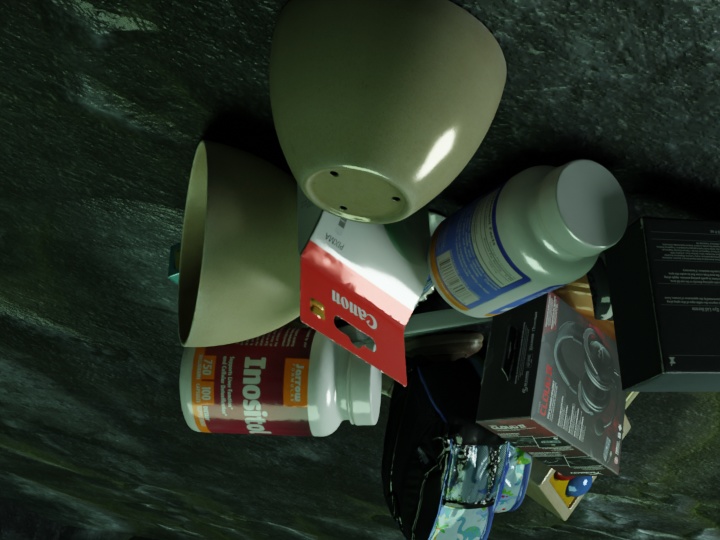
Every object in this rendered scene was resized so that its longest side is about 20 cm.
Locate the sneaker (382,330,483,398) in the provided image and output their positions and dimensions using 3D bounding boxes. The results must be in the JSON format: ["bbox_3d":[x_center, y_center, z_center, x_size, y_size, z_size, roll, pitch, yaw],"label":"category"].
[{"bbox_3d":[0.063,0.125,1.410,0.198,0.076,0.070,-13,175,19],"label":"sneaker"}]

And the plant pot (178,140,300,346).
[{"bbox_3d":[-0.103,-0.021,1.122,0.133,0.202,0.200,5,159,-16],"label":"plant pot"}]

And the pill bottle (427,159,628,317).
[{"bbox_3d":[0.157,-0.032,1.059,0.111,0.113,0.200,23,154,-21],"label":"pill bottle"}]

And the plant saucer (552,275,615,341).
[{"bbox_3d":[0.251,0.060,1.306,0.198,0.038,0.201,11,156,5],"label":"plant saucer"}]

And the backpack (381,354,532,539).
[{"bbox_3d":[0.112,0.224,1.325,0.145,0.202,0.183,4,-155,-18],"label":"backpack"}]

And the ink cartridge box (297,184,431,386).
[{"bbox_3d":[0.007,-0.013,1.071,0.050,0.201,0.161,-28,137,29],"label":"ink cartridge box"}]

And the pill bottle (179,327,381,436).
[{"bbox_3d":[-0.081,0.116,1.183,0.198,0.114,0.113,0,155,8],"label":"pill bottle"}]

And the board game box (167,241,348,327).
[{"bbox_3d":[-0.104,0.013,1.320,0.150,0.047,0.200,-21,140,24],"label":"board game box"}]

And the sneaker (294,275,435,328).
[{"bbox_3d":[0.000,0.000,1.201,0.198,0.079,0.090,-14,119,23],"label":"sneaker"}]

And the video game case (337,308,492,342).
[{"bbox_3d":[0.039,0.070,1.322,0.198,0.024,0.181,-8,175,-28],"label":"video game case"}]

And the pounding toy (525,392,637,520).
[{"bbox_3d":[0.277,0.200,1.442,0.142,0.201,0.184,32,169,34],"label":"pounding toy"}]

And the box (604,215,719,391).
[{"bbox_3d":[0.331,0.034,1.015,0.198,0.143,0.079,2,159,-17],"label":"box"}]

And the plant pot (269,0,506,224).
[{"bbox_3d":[0.010,-0.118,0.918,0.198,0.136,0.201,12,157,5],"label":"plant pot"}]

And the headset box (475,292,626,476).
[{"bbox_3d":[0.210,0.123,1.237,0.077,0.150,0.200,-11,146,41],"label":"headset box"}]

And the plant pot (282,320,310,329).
[{"bbox_3d":[-0.097,0.094,1.309,0.198,0.028,0.200,22,159,8],"label":"plant pot"}]

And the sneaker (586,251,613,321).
[{"bbox_3d":[0.273,0.008,1.122,0.082,0.072,0.200,-12,173,18],"label":"sneaker"}]

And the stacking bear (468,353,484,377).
[{"bbox_3d":[0.144,0.166,1.512,0.121,0.114,0.199,-43,141,20],"label":"stacking bear"}]

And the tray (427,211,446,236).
[{"bbox_3d":[0.070,-0.008,1.269,0.107,0.022,0.200,24,154,-20],"label":"tray"}]
